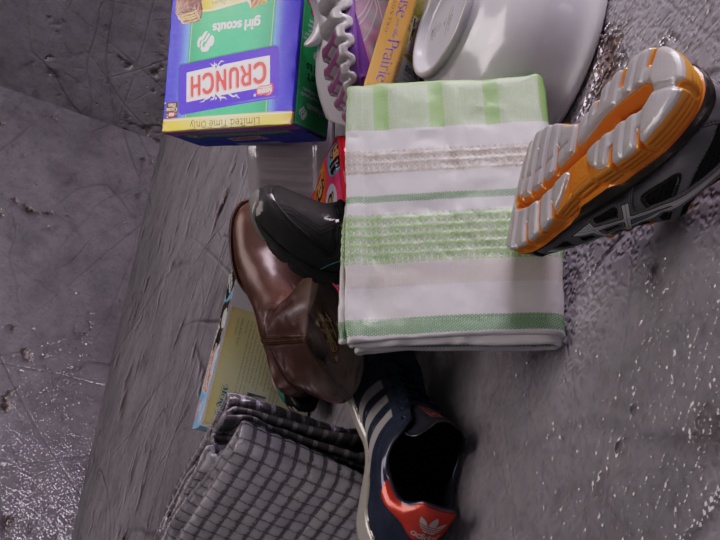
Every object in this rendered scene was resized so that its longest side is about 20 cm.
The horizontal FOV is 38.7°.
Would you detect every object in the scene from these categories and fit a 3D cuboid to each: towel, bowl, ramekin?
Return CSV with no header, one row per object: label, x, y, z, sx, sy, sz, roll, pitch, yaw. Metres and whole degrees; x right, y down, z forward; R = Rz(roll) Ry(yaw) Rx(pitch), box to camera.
towel,0.060,-0.040,0.697,0.031,0.147,0.202,79,-169,-65
bowl,0.101,-0.184,0.806,0.201,0.089,0.203,-162,90,-72
towel,-0.067,0.192,0.840,0.086,0.164,0.201,-85,21,-51
ramekin,-0.075,-0.136,1.165,0.202,0.093,0.205,180,90,-89

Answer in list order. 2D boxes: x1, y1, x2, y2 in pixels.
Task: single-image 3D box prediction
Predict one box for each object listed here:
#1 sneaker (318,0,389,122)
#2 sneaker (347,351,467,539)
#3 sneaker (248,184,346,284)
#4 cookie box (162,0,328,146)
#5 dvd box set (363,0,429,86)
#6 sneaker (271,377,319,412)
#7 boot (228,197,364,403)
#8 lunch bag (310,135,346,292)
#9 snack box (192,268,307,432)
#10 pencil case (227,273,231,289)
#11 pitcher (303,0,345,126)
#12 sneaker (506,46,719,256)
sneaker,0.008,-0.224,0.889,0.080,0.087,0.203,-173,76,-75
sneaker,0.039,0.112,0.757,0.085,0.074,0.202,-50,35,41
sneaker,0.012,-0.025,0.754,0.079,0.198,0.076,-51,30,29
cookie box,-0.112,-0.235,1.049,0.169,0.075,0.203,1,86,30
dvd box set,0.063,-0.211,0.897,0.146,0.029,0.202,19,-92,-65
sneaker,-0.035,0.049,1.041,0.080,0.071,0.202,-142,66,-66
boot,-0.054,0.015,0.822,0.200,0.064,0.188,149,103,-77
lunch bag,0.000,0.000,0.907,0.201,0.081,0.178,109,158,-54
snack box,-0.101,0.087,1.115,0.037,0.115,0.202,154,132,-66
pencil case,-0.122,0.060,1.247,0.200,0.089,0.078,-110,41,-63
pitcher,0.001,-0.240,0.972,0.121,0.169,0.202,-125,45,-72
sneaker,0.145,-0.050,0.579,0.200,0.076,0.079,144,140,-66
